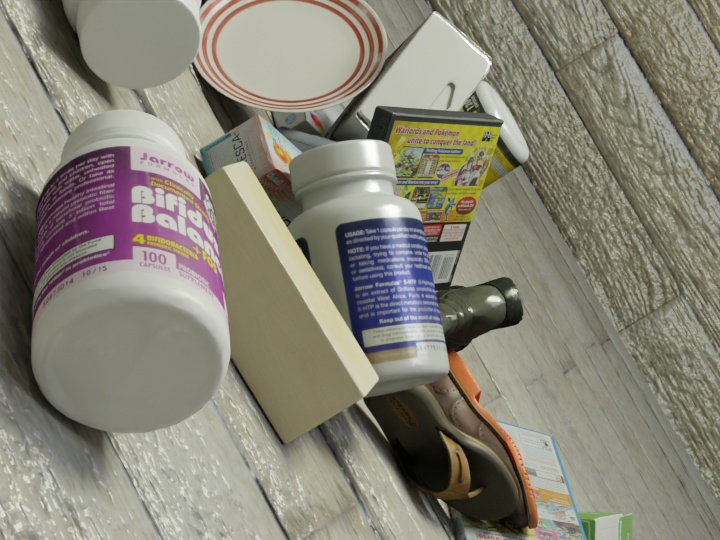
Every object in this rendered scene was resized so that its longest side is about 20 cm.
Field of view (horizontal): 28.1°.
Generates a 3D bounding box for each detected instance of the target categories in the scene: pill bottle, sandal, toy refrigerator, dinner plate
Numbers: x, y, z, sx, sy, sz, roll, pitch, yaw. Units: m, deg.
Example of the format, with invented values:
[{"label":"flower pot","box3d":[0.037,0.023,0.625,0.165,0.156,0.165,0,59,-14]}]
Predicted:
[{"label":"pill bottle","box3d":[0.092,-0.129,1.714,0.112,0.199,0.112,52,15,-21]},{"label":"sandal","box3d":[0.069,0.167,1.292,0.200,0.081,0.055,52,32,-29]},{"label":"pill bottle","box3d":[-0.191,-0.247,1.173,0.113,0.113,0.201,44,20,-45]},{"label":"pill bottle","box3d":[-0.139,-0.009,0.863,0.112,0.112,0.201,47,18,-37]},{"label":"toy refrigerator","box3d":[-0.072,0.022,1.101,0.201,0.076,0.070,58,14,-1]},{"label":"dinner plate","box3d":[-0.072,-0.223,1.436,0.024,0.198,0.201,93,-19,-50]},{"label":"pill bottle","box3d":[0.000,0.000,1.201,0.120,0.119,0.202,17,61,-69]}]

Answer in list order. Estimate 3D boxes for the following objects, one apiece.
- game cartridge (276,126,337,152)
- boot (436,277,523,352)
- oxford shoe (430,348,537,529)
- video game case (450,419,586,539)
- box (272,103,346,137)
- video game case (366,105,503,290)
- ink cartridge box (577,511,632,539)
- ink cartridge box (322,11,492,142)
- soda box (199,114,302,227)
[{"label":"game cartridge","box3d":[0.002,-0.072,1.443,0.132,0.042,0.200,16,-18,28]},{"label":"boot","box3d":[0.063,0.055,1.459,0.130,0.200,0.068,-14,83,-29]},{"label":"oxford shoe","box3d":[0.105,0.173,1.393,0.201,0.072,0.071,58,-13,32]},{"label":"video game case","box3d":[0.148,0.219,1.421,0.142,0.018,0.201,17,31,-19]},{"label":"box","box3d":[-0.055,-0.185,1.654,0.156,0.041,0.201,44,20,-45]},{"label":"video game case","box3d":[0.052,-0.063,1.365,0.025,0.182,0.199,26,18,31]},{"label":"ink cartridge box","box3d":[0.242,0.311,1.529,0.200,0.059,0.105,18,73,-68]},{"label":"ink cartridge box","box3d":[0.035,-0.160,1.475,0.085,0.146,0.200,39,-18,-9]},{"label":"soda box","box3d":[-0.063,-0.061,1.315,0.200,0.068,0.064,40,26,-54]}]
